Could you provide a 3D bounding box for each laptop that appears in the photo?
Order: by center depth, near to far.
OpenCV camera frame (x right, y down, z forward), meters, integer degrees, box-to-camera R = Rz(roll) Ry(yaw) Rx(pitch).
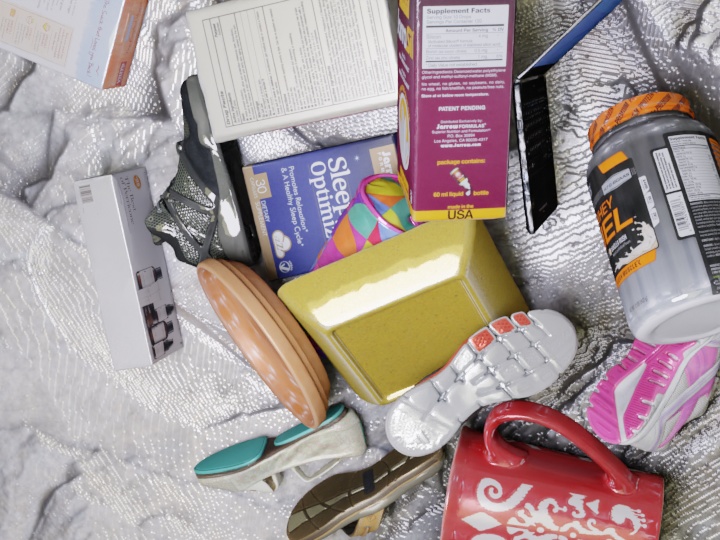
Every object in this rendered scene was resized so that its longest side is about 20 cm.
[{"bbox_3d":[0.197,-0.147,1.089,0.102,0.177,0.202,-4,99,17],"label":"laptop"}]

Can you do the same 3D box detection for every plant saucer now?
[{"bbox_3d":[0.052,0.051,1.162,0.199,0.049,0.200,-23,137,11],"label":"plant saucer"},{"bbox_3d":[-0.091,0.067,1.227,0.037,0.200,0.201,-36,89,-14],"label":"plant saucer"}]

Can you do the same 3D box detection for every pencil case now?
[{"bbox_3d":[0.000,0.000,1.190,0.088,0.088,0.201,35,131,8],"label":"pencil case"}]

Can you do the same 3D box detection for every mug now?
[{"bbox_3d":[0.184,0.224,1.176,0.198,0.178,0.134,10,60,11],"label":"mug"}]

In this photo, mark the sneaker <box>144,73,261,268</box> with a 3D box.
[{"bbox_3d":[-0.177,-0.095,1.266,0.113,0.076,0.201,-9,103,12],"label":"sneaker"}]

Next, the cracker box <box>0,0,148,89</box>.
[{"bbox_3d":[-0.323,-0.286,1.283,0.199,0.058,0.135,24,107,12],"label":"cracker box"}]

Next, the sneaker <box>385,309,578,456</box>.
[{"bbox_3d":[0.108,0.097,1.154,0.199,0.082,0.077,-30,90,0],"label":"sneaker"}]

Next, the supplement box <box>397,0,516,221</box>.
[{"bbox_3d":[0.079,-0.155,1.062,0.085,0.111,0.201,-3,114,-5],"label":"supplement box"}]

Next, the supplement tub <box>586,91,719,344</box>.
[{"bbox_3d":[0.271,-0.047,1.086,0.122,0.122,0.201,-21,65,19],"label":"supplement tub"}]

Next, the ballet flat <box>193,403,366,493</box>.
[{"bbox_3d":[-0.085,0.203,1.303,0.199,0.067,0.063,-23,103,20],"label":"ballet flat"}]

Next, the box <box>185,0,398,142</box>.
[{"bbox_3d":[-0.047,-0.208,1.187,0.198,0.109,0.129,-9,100,18],"label":"box"}]

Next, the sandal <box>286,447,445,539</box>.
[{"bbox_3d":[0.009,0.240,1.283,0.199,0.080,0.054,-30,113,16],"label":"sandal"}]

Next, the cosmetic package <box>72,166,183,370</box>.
[{"bbox_3d":[-0.242,-0.004,1.301,0.050,0.083,0.202,-9,98,15],"label":"cosmetic package"}]

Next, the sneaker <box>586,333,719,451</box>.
[{"bbox_3d":[0.298,0.085,1.161,0.201,0.088,0.081,-53,42,2],"label":"sneaker"}]

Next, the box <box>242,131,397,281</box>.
[{"bbox_3d":[-0.013,-0.067,1.246,0.198,0.032,0.122,-11,97,18],"label":"box"}]
